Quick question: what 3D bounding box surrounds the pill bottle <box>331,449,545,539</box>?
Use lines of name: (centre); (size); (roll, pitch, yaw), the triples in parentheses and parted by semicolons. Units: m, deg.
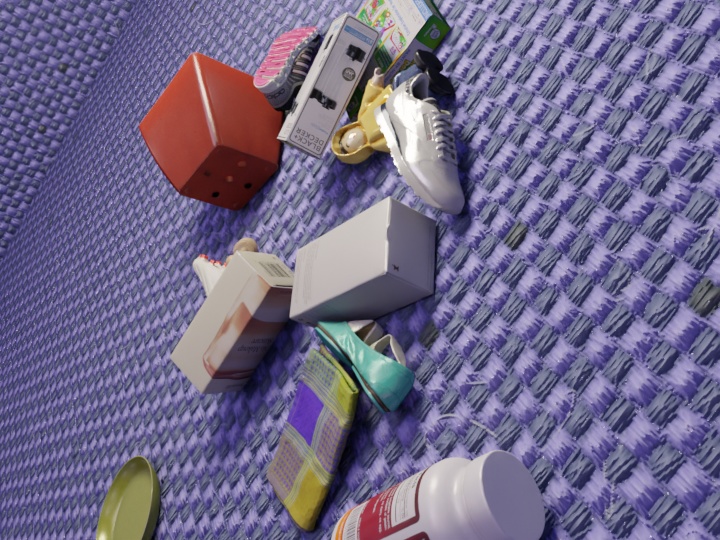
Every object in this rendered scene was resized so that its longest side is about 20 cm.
pill bottle: (0.071, 0.247, 0.803); (0.199, 0.112, 0.114); (-38, 42, 36)

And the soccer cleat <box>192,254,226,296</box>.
soccer cleat: (-0.240, 0.027, 1.440); (0.199, 0.069, 0.078); (24, 92, 55)

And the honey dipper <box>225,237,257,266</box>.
honey dipper: (-0.191, -0.023, 1.341); (0.038, 0.038, 0.200); (-61, 4, 7)

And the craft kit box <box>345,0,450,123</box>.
craft kit box: (0.035, -0.345, 1.304); (0.198, 0.048, 0.201); (-46, 37, 24)

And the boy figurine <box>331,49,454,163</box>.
boy figurine: (0.035, -0.222, 1.189); (0.199, 0.064, 0.126); (-34, 67, 33)

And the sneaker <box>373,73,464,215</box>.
sneaker: (0.084, -0.157, 1.060); (0.080, 0.076, 0.201); (-39, 58, 23)

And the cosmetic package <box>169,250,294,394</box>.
cosmetic package: (-0.179, 0.078, 1.263); (0.087, 0.103, 0.201); (42, 109, 24)

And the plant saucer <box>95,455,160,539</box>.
plant saucer: (-0.385, 0.414, 1.430); (0.199, 0.031, 0.202); (-33, 46, 41)

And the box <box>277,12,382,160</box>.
box: (-0.049, -0.268, 1.256); (0.202, 0.060, 0.117); (-64, 15, 5)

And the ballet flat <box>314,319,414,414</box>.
ballet flat: (0.010, 0.101, 1.044); (0.070, 0.068, 0.200); (-40, 33, -5)

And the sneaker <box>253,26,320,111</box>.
sneaker: (-0.119, -0.353, 1.504); (0.073, 0.088, 0.201); (0, 45, 28)

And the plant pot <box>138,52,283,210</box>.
plant pot: (-0.250, -0.225, 1.516); (0.200, 0.199, 0.178); (-42, 52, 32)

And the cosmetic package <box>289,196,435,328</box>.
cosmetic package: (0.000, 0.000, 1.091); (0.199, 0.084, 0.109); (-24, 51, 45)

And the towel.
towel: (-0.063, 0.211, 1.076); (0.144, 0.023, 0.202); (42, 115, 57)
